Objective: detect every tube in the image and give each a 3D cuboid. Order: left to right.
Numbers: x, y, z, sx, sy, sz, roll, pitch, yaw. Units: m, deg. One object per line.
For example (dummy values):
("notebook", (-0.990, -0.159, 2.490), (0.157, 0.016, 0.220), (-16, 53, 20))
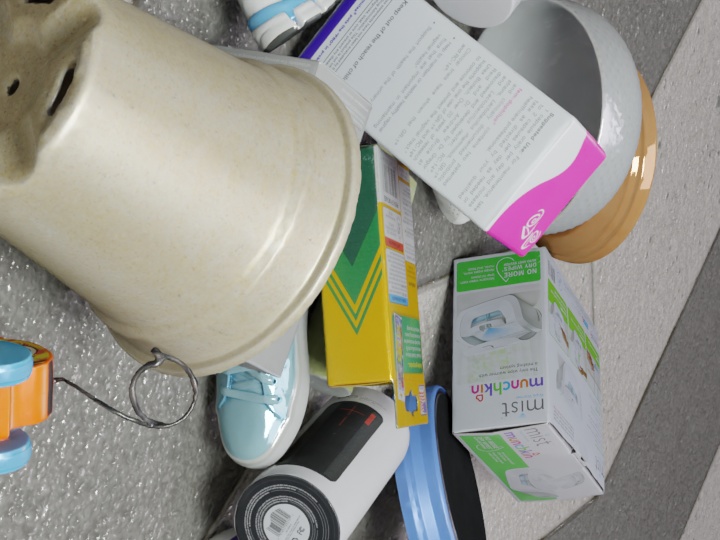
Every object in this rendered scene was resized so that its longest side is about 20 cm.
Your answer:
("tube", (0.000, 0.000, 1.219), (0.058, 0.052, 0.201), (134, -24, -70))

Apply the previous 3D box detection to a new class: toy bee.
("toy bee", (-0.212, 0.073, 0.847), (0.200, 0.109, 0.131), (20, 92, -36))

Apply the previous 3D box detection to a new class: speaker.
("speaker", (-0.024, 0.156, 1.154), (0.200, 0.081, 0.081), (-40, 136, -68))

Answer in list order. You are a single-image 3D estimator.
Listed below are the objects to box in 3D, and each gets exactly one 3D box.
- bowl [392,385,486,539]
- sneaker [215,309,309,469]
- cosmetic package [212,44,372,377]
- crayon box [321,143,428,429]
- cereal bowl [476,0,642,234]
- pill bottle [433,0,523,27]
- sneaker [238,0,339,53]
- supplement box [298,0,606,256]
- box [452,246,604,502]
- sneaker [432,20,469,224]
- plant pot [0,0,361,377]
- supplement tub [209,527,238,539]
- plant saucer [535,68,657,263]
("bowl", (0.072, 0.197, 1.332), (0.201, 0.039, 0.201), (-13, 90, -78))
("sneaker", (-0.080, 0.038, 1.075), (0.082, 0.074, 0.201), (20, 73, -59))
("cosmetic package", (-0.080, -0.040, 1.003), (0.090, 0.107, 0.201), (29, 78, -59))
("crayon box", (0.008, 0.016, 1.122), (0.126, 0.051, 0.201), (19, 66, -77))
("cereal bowl", (0.170, -0.129, 1.293), (0.083, 0.200, 0.201), (1, 102, -34))
("pill bottle", (0.131, -0.295, 1.259), (0.200, 0.111, 0.111), (-56, 145, -32))
("sneaker", (-0.036, -0.229, 1.046), (0.087, 0.075, 0.200), (54, 34, -13))
("supplement box", (0.065, -0.115, 1.099), (0.103, 0.200, 0.101), (-52, 155, 5))
("box", (0.162, 0.103, 1.432), (0.200, 0.096, 0.177), (48, 39, -56))
("sneaker", (0.056, -0.115, 1.264), (0.087, 0.074, 0.200), (-39, 133, -24))
("plant pot", (-0.133, -0.065, 0.843), (0.183, 0.200, 0.201), (33, 73, -47))
("supplement tub", (-0.032, 0.282, 1.120), (0.145, 0.199, 0.146), (-31, 127, -52))
("plant saucer", (0.190, -0.107, 1.378), (0.037, 0.200, 0.201), (2, 101, -30))
